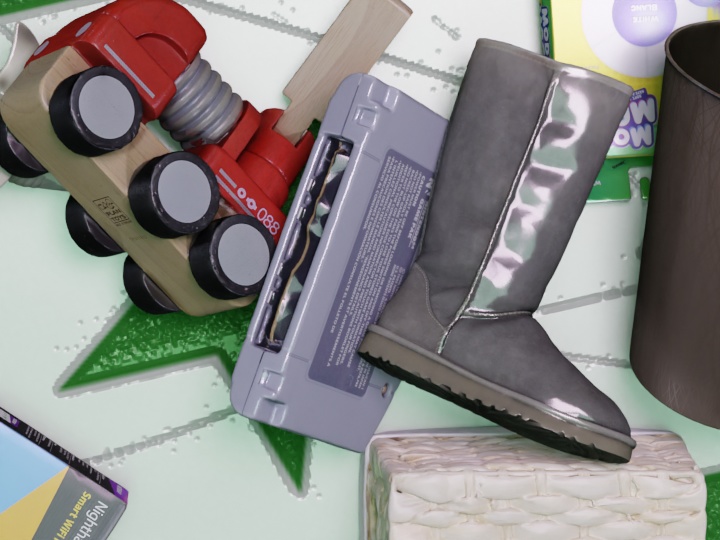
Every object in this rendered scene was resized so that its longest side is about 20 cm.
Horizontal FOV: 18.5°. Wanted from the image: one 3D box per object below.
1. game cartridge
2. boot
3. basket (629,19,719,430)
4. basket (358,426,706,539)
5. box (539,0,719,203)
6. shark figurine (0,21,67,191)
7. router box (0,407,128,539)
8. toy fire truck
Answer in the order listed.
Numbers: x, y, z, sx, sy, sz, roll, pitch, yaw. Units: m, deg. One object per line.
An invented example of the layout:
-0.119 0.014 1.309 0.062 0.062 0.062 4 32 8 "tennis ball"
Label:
0.000 0.000 1.262 0.041 0.133 0.201 17 86 36 "game cartridge"
0.106 -0.012 1.235 0.181 0.073 0.201 25 80 12 "boot"
0.232 -0.020 1.243 0.179 0.136 0.201 7 121 -10 "basket"
0.100 0.167 1.285 0.199 0.123 0.137 0 95 -2 "basket"
0.164 -0.140 1.298 0.117 0.048 0.201 -4 97 -2 "box"
-0.240 -0.116 1.269 0.128 0.089 0.215 -39 106 -32 "shark figurine"
-0.251 0.176 1.303 0.149 0.051 0.201 33 93 -7 "router box"
-0.081 -0.099 1.257 0.176 0.128 0.200 47 57 -21 "toy fire truck"
